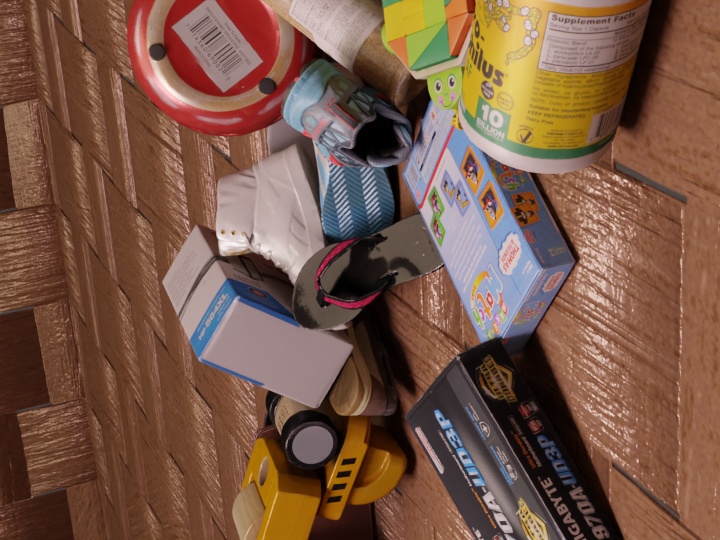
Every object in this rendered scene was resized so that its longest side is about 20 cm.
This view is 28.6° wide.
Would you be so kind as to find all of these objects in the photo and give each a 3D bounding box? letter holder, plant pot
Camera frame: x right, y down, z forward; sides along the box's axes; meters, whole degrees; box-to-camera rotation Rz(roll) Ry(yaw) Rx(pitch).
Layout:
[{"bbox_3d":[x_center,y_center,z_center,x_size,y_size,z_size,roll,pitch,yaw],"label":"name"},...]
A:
[{"bbox_3d":[-0.071,0.243,1.655,0.101,0.142,0.200,-144,45,-60],"label":"letter holder"},{"bbox_3d":[-0.131,-0.231,1.394,0.183,0.200,0.201,-125,25,-81],"label":"plant pot"}]

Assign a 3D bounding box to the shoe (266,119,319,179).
[{"bbox_3d":[-0.062,-0.091,1.532,0.091,0.071,0.200,111,152,-77],"label":"shoe"}]

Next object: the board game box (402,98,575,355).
[{"bbox_3d":[0.102,-0.047,1.183,0.151,0.037,0.200,111,142,-57],"label":"board game box"}]

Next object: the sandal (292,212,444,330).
[{"bbox_3d":[0.000,0.000,1.327,0.200,0.045,0.075,-28,84,36],"label":"sandal"}]

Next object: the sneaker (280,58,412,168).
[{"bbox_3d":[0.006,-0.115,1.243,0.096,0.200,0.079,38,100,23],"label":"sneaker"}]

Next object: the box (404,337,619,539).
[{"bbox_3d":[0.124,0.175,1.197,0.200,0.046,0.159,60,155,14],"label":"box"}]

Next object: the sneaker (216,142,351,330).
[{"bbox_3d":[-0.083,-0.019,1.440,0.074,0.115,0.200,39,-148,-70],"label":"sneaker"}]

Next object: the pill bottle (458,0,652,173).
[{"bbox_3d":[0.131,-0.173,0.923,0.200,0.113,0.113,98,151,-43],"label":"pill bottle"}]

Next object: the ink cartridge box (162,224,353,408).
[{"bbox_3d":[-0.112,0.044,1.486,0.084,0.146,0.200,-59,28,13],"label":"ink cartridge box"}]

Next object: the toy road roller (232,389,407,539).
[{"bbox_3d":[-0.040,0.222,1.506,0.123,0.146,0.200,-127,55,-67],"label":"toy road roller"}]

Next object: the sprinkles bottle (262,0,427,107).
[{"bbox_3d":[-0.022,-0.227,1.239,0.200,0.068,0.068,39,147,15],"label":"sprinkles bottle"}]

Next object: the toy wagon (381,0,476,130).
[{"bbox_3d":[0.066,-0.211,1.114,0.155,0.040,0.200,-7,88,59],"label":"toy wagon"}]

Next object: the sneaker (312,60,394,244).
[{"bbox_3d":[-0.009,-0.110,1.399,0.081,0.076,0.200,-91,-5,-62],"label":"sneaker"}]

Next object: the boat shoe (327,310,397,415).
[{"bbox_3d":[-0.007,0.085,1.498,0.073,0.065,0.200,-53,30,30],"label":"boat shoe"}]
